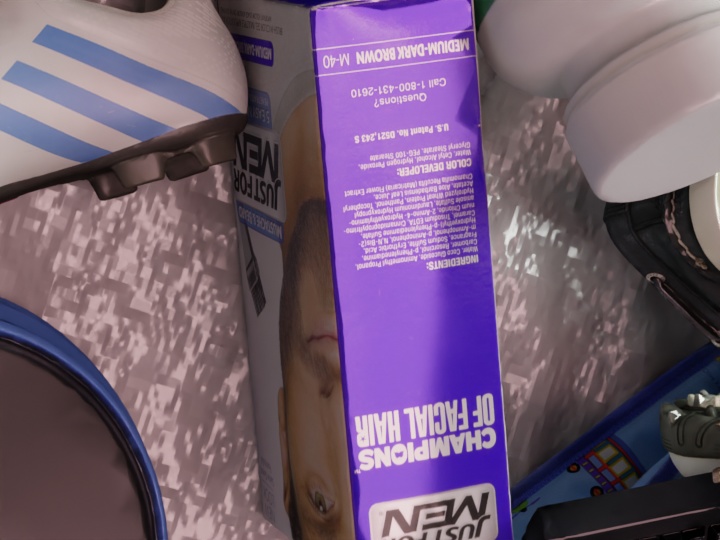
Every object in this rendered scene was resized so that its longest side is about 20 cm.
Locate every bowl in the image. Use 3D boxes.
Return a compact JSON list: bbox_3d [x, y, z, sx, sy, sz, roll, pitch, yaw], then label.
[{"bbox_3d":[-0.157,0.104,0.853,0.200,0.039,0.201,-5,100,-27],"label":"bowl"}]

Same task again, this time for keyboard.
[{"bbox_3d":[0.151,0.096,0.870,0.199,0.040,0.104,-11,127,-14],"label":"keyboard"}]

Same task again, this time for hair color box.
[{"bbox_3d":[0.000,0.000,0.876,0.065,0.109,0.201,-10,102,-18],"label":"hair color box"}]

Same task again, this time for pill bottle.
[{"bbox_3d":[0.077,-0.130,0.851,0.113,0.113,0.200,-16,73,-25],"label":"pill bottle"}]

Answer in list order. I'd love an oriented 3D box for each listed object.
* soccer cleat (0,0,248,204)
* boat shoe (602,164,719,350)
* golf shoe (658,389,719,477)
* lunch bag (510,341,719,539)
[{"bbox_3d":[-0.134,-0.055,0.833,0.200,0.070,0.087,-17,89,-27],"label":"soccer cleat"},{"bbox_3d":[0.161,0.012,0.948,0.199,0.066,0.075,27,61,-46],"label":"boat shoe"},{"bbox_3d":[0.182,0.096,0.941,0.200,0.077,0.088,20,78,-44],"label":"golf shoe"},{"bbox_3d":[0.139,0.124,0.997,0.200,0.094,0.151,-40,112,-31],"label":"lunch bag"}]
